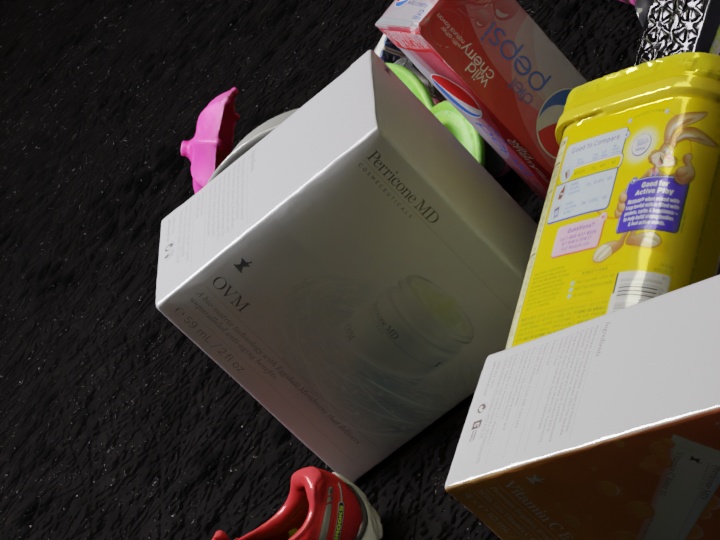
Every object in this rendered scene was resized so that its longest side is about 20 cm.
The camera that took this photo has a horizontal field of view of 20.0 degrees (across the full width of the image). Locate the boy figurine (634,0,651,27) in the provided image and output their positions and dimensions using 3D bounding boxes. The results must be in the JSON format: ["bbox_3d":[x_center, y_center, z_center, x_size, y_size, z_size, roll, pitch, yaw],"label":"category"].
[{"bbox_3d":[0.283,-0.238,1.444,0.199,0.064,0.125,-29,52,30],"label":"boy figurine"}]

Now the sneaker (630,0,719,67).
[{"bbox_3d":[0.224,-0.122,1.384,0.072,0.082,0.201,34,106,43],"label":"sneaker"}]

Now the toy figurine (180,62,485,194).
[{"bbox_3d":[-0.037,-0.083,1.531,0.199,0.183,0.152,4,95,55],"label":"toy figurine"}]

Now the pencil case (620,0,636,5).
[{"bbox_3d":[0.192,-0.266,1.605,0.091,0.094,0.200,-48,24,-5],"label":"pencil case"}]

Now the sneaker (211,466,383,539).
[{"bbox_3d":[-0.075,0.210,1.332,0.200,0.085,0.077,-50,25,-8],"label":"sneaker"}]

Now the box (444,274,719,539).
[{"bbox_3d":[0.164,0.093,1.084,0.199,0.124,0.098,-23,34,42],"label":"box"}]

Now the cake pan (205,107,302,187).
[{"bbox_3d":[-0.020,-0.038,1.470,0.200,0.200,0.037,-35,32,22],"label":"cake pan"}]

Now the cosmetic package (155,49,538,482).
[{"bbox_3d":[0.000,0.000,1.388,0.200,0.199,0.123,-38,25,17],"label":"cosmetic package"}]

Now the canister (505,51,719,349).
[{"bbox_3d":[0.167,-0.017,1.249,0.148,0.086,0.202,-14,52,51],"label":"canister"}]

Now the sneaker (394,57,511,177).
[{"bbox_3d":[0.090,-0.140,1.615,0.095,0.079,0.200,-43,32,-8],"label":"sneaker"}]

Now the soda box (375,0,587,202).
[{"bbox_3d":[0.106,-0.126,1.405,0.070,0.200,0.063,-50,26,-9],"label":"soda box"}]

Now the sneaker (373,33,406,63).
[{"bbox_3d":[0.016,-0.151,1.738,0.201,0.077,0.085,-56,23,-21],"label":"sneaker"}]
